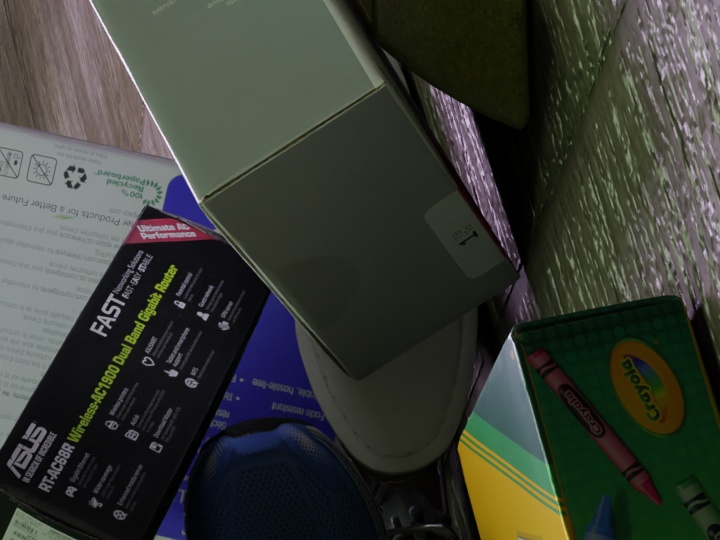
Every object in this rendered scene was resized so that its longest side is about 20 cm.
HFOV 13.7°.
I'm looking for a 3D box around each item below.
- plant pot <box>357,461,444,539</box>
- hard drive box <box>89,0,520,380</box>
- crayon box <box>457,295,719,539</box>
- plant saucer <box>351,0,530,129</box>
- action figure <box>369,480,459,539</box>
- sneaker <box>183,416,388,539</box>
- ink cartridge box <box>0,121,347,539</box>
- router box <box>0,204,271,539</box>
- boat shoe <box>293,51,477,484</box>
[{"bbox_3d":[-0.070,0.081,1.382,0.200,0.173,0.201,168,90,-80],"label":"plant pot"},{"bbox_3d":[-0.039,-0.081,1.091,0.200,0.077,0.156,61,-175,31],"label":"hard drive box"},{"bbox_3d":[0.088,0.122,0.919,0.119,0.058,0.201,107,150,-69],"label":"crayon box"},{"bbox_3d":[0.006,-0.176,1.067,0.200,0.048,0.200,-118,20,-54],"label":"plant saucer"},{"bbox_3d":[0.027,0.178,1.241,0.130,0.069,0.201,45,-148,-68],"label":"action figure"},{"bbox_3d":[-0.015,0.152,1.123,0.089,0.078,0.201,-121,17,-78],"label":"sneaker"},{"bbox_3d":[-0.098,0.050,1.284,0.043,0.197,0.201,26,-103,-81],"label":"ink cartridge box"},{"bbox_3d":[-0.107,0.089,1.135,0.200,0.062,0.150,-64,0,-56],"label":"router box"},{"bbox_3d":[0.003,0.000,1.202,0.060,0.072,0.202,96,166,-59],"label":"boat shoe"}]
